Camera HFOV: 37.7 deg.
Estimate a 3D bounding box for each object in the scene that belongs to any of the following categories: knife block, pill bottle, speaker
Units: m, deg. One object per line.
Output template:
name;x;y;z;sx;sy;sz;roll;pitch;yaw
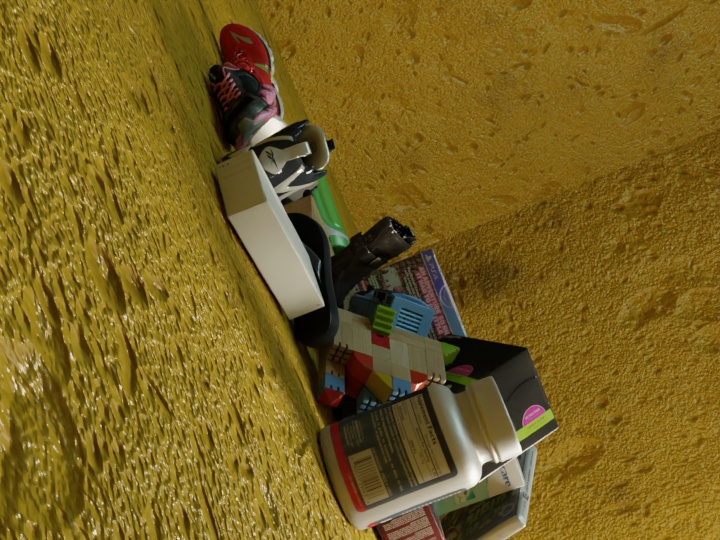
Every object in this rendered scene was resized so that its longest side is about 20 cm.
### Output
knife block;-0.090;-0.070;1.496;0.200;0.064;0.176;62;7;-63
pill bottle;0.067;0.193;1.150;0.120;0.199;0.120;-21;90;-87
speaker;-0.080;-0.098;1.673;0.089;0.088;0.201;63;6;-59

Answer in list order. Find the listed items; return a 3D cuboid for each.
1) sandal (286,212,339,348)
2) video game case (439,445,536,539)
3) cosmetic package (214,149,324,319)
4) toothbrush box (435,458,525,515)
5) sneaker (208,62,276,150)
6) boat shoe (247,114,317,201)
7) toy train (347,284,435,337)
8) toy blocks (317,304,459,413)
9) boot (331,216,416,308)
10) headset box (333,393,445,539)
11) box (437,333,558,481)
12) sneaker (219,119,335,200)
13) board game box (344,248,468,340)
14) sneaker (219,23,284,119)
sandal;-0.071;0.001;1.301;0.043;0.076;0.201;31;30;-45
video game case;0.171;0.356;1.542;0.023;0.200;0.182;45;28;-9
cosmetic package;-0.100;-0.035;1.183;0.200;0.050;0.083;65;2;-51
toothbrush box;0.123;0.280;1.530;0.146;0.199;0.086;-101;169;-79
sneaker;-0.163;-0.221;1.363;0.095;0.079;0.200;44;11;-19
boat shoe;-0.136;-0.185;1.571;0.093;0.075;0.200;48;-7;34
toy train;0.023;0.081;1.476;0.086;0.115;0.200;23;-4;-23
toy blocks;0.027;0.126;1.288;0.137;0.199;0.100;-92;-155;-55
boot;0.000;0.000;1.411;0.069;0.174;0.200;59;5;15
headset box;0.040;0.265;1.343;0.149;0.075;0.201;-107;175;-64
box;0.138;0.181;1.432;0.200;0.148;0.125;3;-60;63
sneaker;-0.088;-0.123;1.275;0.199;0.129;0.080;52;17;-80
board game box;0.050;0.083;1.619;0.097;0.199;0.160;56;14;-76
sneaker;-0.173;-0.309;1.631;0.201;0.077;0.085;67;12;21
